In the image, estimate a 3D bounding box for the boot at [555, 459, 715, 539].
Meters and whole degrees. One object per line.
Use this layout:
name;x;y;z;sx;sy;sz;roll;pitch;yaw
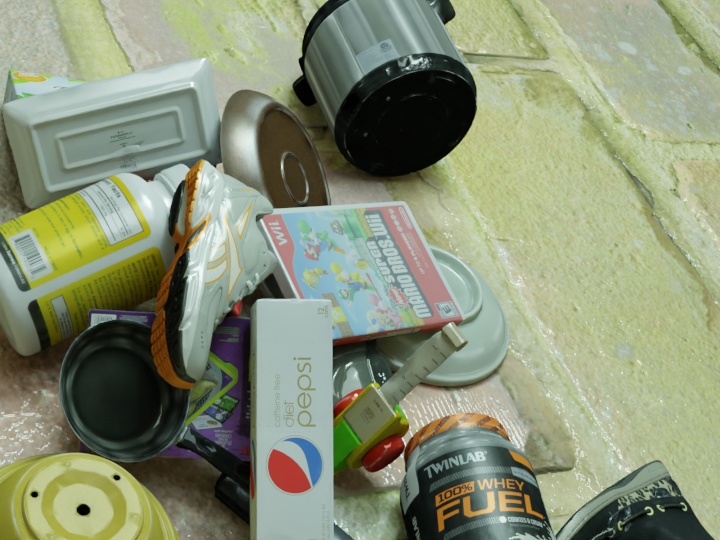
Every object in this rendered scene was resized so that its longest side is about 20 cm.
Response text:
boot;0.259;0.269;1.260;0.203;0.074;0.154;-24;63;-42

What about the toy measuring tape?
toy measuring tape;0.031;0.115;1.214;0.073;0.200;0.074;35;26;-19

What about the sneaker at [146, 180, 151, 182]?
sneaker;-0.184;-0.033;1.364;0.199;0.079;0.096;-5;76;-41

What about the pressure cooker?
pressure cooker;0.028;-0.232;1.597;0.174;0.179;0.201;-3;48;-27

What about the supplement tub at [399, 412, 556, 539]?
supplement tub;0.102;0.227;1.179;0.122;0.123;0.201;7;42;-22

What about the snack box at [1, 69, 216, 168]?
snack box;-0.253;-0.144;1.414;0.198;0.053;0.142;7;21;-22

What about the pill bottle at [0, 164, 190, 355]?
pill bottle;-0.228;-0.016;1.224;0.199;0.113;0.113;-25;59;-19

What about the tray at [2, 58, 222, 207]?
tray;-0.228;-0.127;1.329;0.198;0.108;0.022;-15;28;-13

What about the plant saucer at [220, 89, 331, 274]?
plant saucer;-0.076;-0.087;1.395;0.200;0.032;0.202;47;34;-47

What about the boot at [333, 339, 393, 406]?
boot;-0.049;0.066;1.314;0.130;0.068;0.201;4;46;-28

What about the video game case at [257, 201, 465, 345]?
video game case;0.000;0.000;1.337;0.199;0.017;0.144;-6;61;-43

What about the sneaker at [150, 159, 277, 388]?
sneaker;-0.112;0.006;1.152;0.091;0.076;0.202;19;60;-23

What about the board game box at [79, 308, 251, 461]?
board game box;-0.131;0.098;1.176;0.198;0.032;0.121;4;82;-5

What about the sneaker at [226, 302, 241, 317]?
sneaker;-0.132;0.039;1.264;0.076;0.085;0.201;16;53;-20

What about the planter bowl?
planter bowl;-0.216;0.201;1.059;0.199;0.084;0.201;15;42;-14

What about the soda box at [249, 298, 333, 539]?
soda box;-0.056;0.126;1.128;0.063;0.068;0.202;0;83;-9

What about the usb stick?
usb stick;-0.037;0.228;1.171;0.200;0.033;0.055;38;40;13

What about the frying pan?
frying pan;-0.159;0.107;1.142;0.189;0.031;0.116;19;65;-30

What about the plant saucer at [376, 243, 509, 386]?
plant saucer;0.069;0.027;1.437;0.198;0.050;0.201;15;40;-13

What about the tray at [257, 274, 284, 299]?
tray;-0.091;-0.055;1.411;0.022;0.108;0.201;-13;44;19
